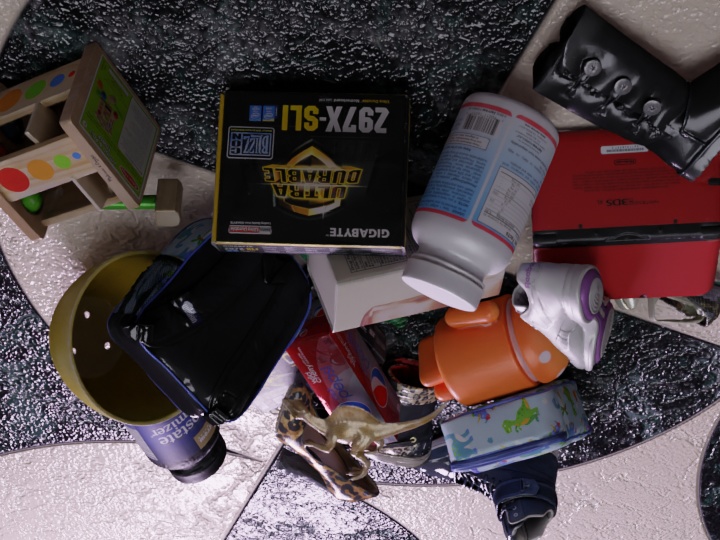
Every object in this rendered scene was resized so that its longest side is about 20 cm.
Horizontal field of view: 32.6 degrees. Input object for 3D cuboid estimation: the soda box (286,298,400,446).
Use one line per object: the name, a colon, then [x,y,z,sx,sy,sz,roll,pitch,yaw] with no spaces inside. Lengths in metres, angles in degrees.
soda box: [-0.019,0.126,1.481,0.063,0.070,0.201,-15,128,21]

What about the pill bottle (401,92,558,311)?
pill bottle: [0.117,-0.067,1.238,0.108,0.202,0.109,24,172,4]

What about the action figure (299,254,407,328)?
action figure: [0.000,0.000,1.435,0.117,0.055,0.201,-21,127,22]

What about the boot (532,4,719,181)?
boot: [0.289,-0.201,1.202,0.199,0.066,0.166,30,112,-8]

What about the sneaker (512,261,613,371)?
sneaker: [0.222,0.043,1.350,0.098,0.076,0.201,11,154,24]

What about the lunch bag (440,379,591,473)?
lunch bag: [0.193,0.196,1.538,0.159,0.084,0.200,-18,172,20]

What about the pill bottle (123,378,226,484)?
pill bottle: [-0.250,0.188,1.610,0.110,0.113,0.201,-10,134,15]

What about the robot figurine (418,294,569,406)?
robot figurine: [0.165,0.092,1.472,0.198,0.117,0.145,-20,100,24]

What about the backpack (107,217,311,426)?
backpack: [-0.170,0.044,1.384,0.183,0.201,0.146,49,157,-27]

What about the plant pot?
plant pot: [-0.292,0.079,1.467,0.141,0.202,0.200,-2,144,48]

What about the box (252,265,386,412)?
box: [-0.091,0.087,1.537,0.198,0.050,0.161,-24,131,24]

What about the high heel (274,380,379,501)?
high heel: [-0.035,0.216,1.556,0.141,0.072,0.201,18,140,11]

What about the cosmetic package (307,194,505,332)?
cosmetic package: [0.050,-0.014,1.335,0.197,0.104,0.088,-11,141,-15]

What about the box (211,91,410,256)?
box: [-0.048,-0.099,1.262,0.197,0.162,0.049,2,169,4]

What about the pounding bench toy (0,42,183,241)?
pounding bench toy: [-0.298,-0.104,1.300,0.154,0.125,0.201,-17,133,21]

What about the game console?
game console: [0.284,-0.059,1.332,0.197,0.175,0.119,-3,175,7]

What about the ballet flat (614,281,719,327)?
ballet flat: [0.330,0.020,1.409,0.198,0.073,0.072,19,135,-16]

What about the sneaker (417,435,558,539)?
sneaker: [0.170,0.299,1.668,0.199,0.147,0.077,-1,138,8]

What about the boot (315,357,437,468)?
boot: [0.008,0.175,1.611,0.201,0.074,0.155,12,129,-1]

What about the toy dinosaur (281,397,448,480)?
toy dinosaur: [0.003,0.194,1.452,0.197,0.059,0.102,4,132,3]
